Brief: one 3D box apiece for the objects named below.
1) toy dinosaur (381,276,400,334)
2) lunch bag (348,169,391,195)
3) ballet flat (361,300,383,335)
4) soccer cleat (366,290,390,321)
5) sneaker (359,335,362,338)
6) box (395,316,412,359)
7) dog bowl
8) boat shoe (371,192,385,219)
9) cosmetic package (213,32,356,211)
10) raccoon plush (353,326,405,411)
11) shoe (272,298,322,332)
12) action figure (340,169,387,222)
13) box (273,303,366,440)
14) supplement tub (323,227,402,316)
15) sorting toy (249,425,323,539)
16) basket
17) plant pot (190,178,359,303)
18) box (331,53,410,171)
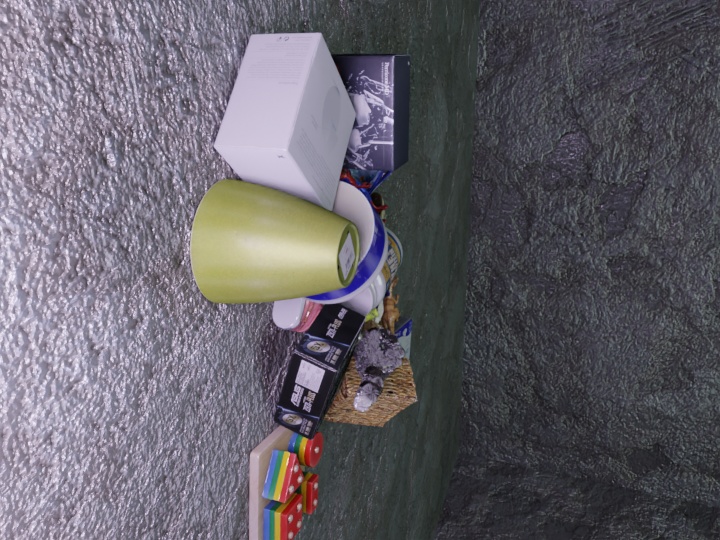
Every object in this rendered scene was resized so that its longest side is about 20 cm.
[{"bbox_3d":[0.071,0.115,1.425,0.106,0.060,0.201,84,2,-70],"label":"toy dinosaur"},{"bbox_3d":[0.034,-0.284,1.334,0.170,0.127,0.201,-65,167,-48],"label":"lunch bag"},{"bbox_3d":[0.031,0.072,1.440,0.070,0.065,0.201,28,45,-35],"label":"ballet flat"},{"bbox_3d":[-0.006,0.099,1.344,0.200,0.083,0.065,-51,155,-28],"label":"soccer cleat"},{"bbox_3d":[-0.031,0.231,1.382,0.080,0.070,0.202,-21,116,-65],"label":"sneaker"},{"bbox_3d":[0.066,0.240,1.618,0.184,0.104,0.201,-23,118,-68],"label":"box"},{"bbox_3d":[-0.058,-0.050,1.001,0.079,0.199,0.201,49,50,-62],"label":"dog bowl"},{"bbox_3d":[0.030,-0.090,1.456,0.065,0.072,0.201,46,47,-65],"label":"boat shoe"},{"bbox_3d":[-0.107,-0.220,0.917,0.199,0.122,0.201,56,43,-63],"label":"cosmetic package"},{"bbox_3d":[0.000,0.197,1.182,0.200,0.097,0.134,-49,-176,-38],"label":"raccoon plush"},{"bbox_3d":[-0.104,0.016,1.098,0.091,0.071,0.201,38,65,-70],"label":"shoe"},{"bbox_3d":[0.010,-0.182,1.256,0.200,0.099,0.066,38,45,-38],"label":"action figure"},{"bbox_3d":[-0.076,0.186,1.108,0.164,0.086,0.201,-57,169,-53],"label":"box"},{"bbox_3d":[0.000,0.000,1.275,0.200,0.144,0.145,-59,149,-52],"label":"supplement tub"},{"bbox_3d":[-0.134,0.403,1.132,0.200,0.069,0.200,-27,122,-68],"label":"sorting toy"},{"bbox_3d":[0.004,0.255,1.336,0.149,0.199,0.143,-47,-138,40],"label":"basket"},{"bbox_3d":[-0.108,-0.033,0.856,0.187,0.199,0.188,6,90,-72],"label":"plant pot"},{"bbox_3d":[-0.008,-0.297,1.094,0.104,0.181,0.201,-46,138,-61],"label":"box"}]
